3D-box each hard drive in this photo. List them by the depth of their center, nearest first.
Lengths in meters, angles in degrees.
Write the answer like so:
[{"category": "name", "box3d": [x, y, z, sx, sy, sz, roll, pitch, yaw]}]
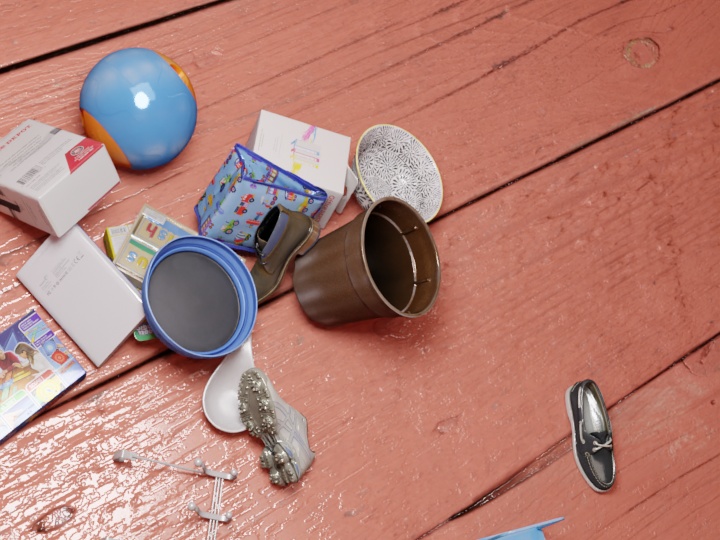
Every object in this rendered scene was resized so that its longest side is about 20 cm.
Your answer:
[{"category": "hard drive", "box3d": [-0.440, 0.034, 1.625, 0.132, 0.025, 0.200, -44, 86, 11]}]

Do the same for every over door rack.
[{"category": "over door rack", "box3d": [-0.289, 0.362, 1.558, 0.196, 0.067, 0.150, 13, 63, -15]}]

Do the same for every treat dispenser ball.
[{"category": "treat dispenser ball", "box3d": [-0.375, -0.274, 1.726, 0.197, 0.201, 0.205, 8, 65, -17]}]

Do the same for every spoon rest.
[{"category": "spoon rest", "box3d": [-0.207, 0.167, 1.678, 0.098, 0.061, 0.204, 12, 63, -18]}]

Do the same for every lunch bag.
[{"category": "lunch bag", "box3d": [-0.160, -0.101, 1.735, 0.198, 0.151, 0.095, 21, 34, -32]}]

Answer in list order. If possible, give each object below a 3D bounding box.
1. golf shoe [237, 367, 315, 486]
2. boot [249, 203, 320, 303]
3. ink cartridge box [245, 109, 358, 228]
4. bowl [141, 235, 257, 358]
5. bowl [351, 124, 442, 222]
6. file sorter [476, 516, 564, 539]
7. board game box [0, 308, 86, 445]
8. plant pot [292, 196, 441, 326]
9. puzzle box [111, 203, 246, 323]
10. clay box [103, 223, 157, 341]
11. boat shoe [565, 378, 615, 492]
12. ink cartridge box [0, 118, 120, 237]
[{"category": "golf shoe", "box3d": [-0.134, 0.243, 1.654, 0.097, 0.077, 0.204, -30, 106, -49]}, {"category": "boot", "box3d": [-0.164, -0.028, 1.712, 0.097, 0.201, 0.075, 33, 12, -47]}, {"category": "ink cartridge box", "box3d": [-0.109, -0.176, 1.825, 0.196, 0.129, 0.127, 15, 60, -14]}, {"category": "bowl", "box3d": [-0.259, 0.045, 1.631, 0.198, 0.039, 0.204, 16, 62, -31]}, {"category": "bowl", "box3d": [0.048, -0.159, 1.886, 0.198, 0.094, 0.204, 19, 57, -31]}, {"category": "file sorter", "box3d": [0.291, 0.524, 1.676, 0.136, 0.123, 0.204, -7, 71, -23]}, {"category": "board game box", "box3d": [-0.541, 0.172, 1.563, 0.136, 0.035, 0.199, 48, 60, 5]}, {"category": "plant pot", "box3d": [0.000, 0.000, 1.726, 0.198, 0.196, 0.204, 20, 62, -43]}, {"category": "puzzle box", "box3d": [-0.301, -0.008, 1.687, 0.198, 0.025, 0.135, 29, 58, -12]}, {"category": "clay box", "box3d": [-0.349, 0.020, 1.695, 0.113, 0.048, 0.203, -9, 72, -27]}, {"category": "boat shoe", "box3d": [0.426, 0.300, 1.860, 0.074, 0.060, 0.203, -8, 71, -23]}, {"category": "ink cartridge box", "box3d": [-0.508, -0.152, 1.634, 0.198, 0.085, 0.145, 21, 54, 33]}]
